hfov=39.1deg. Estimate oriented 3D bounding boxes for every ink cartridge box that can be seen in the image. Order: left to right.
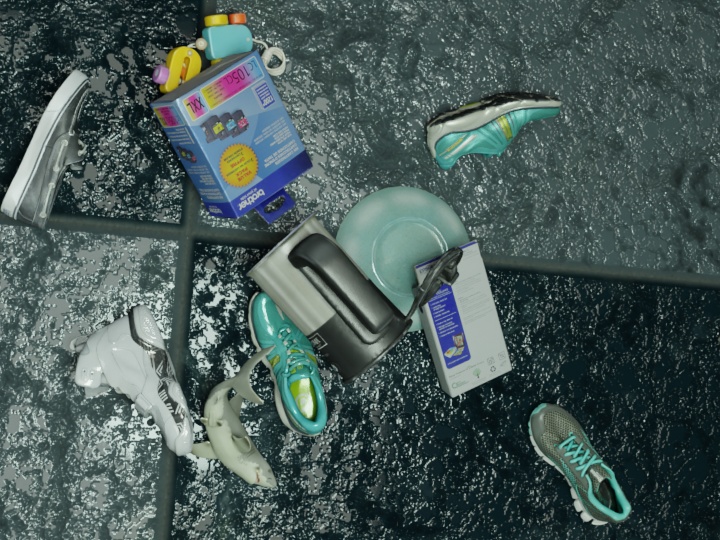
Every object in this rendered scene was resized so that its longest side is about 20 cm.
[{"bbox_3d":[-0.153,-0.157,1.285,0.136,0.076,0.200,-39,117,-26],"label":"ink cartridge box"},{"bbox_3d":[0.133,0.062,1.369,0.099,0.039,0.201,-21,110,-15],"label":"ink cartridge box"}]

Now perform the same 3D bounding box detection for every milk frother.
[{"bbox_3d":[0.000,0.000,1.260,0.188,0.180,0.200,48,54,-4],"label":"milk frother"}]

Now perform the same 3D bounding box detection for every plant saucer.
[{"bbox_3d":[0.064,-0.017,1.382,0.200,0.039,0.202,1,87,-15],"label":"plant saucer"}]

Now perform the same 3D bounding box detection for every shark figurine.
[{"bbox_3d":[-0.161,0.175,1.287,0.128,0.215,0.090,14,41,15],"label":"shark figurine"}]

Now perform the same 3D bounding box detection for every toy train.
[{"bbox_3d":[-0.194,-0.240,1.325,0.150,0.056,0.200,47,68,-30],"label":"toy train"}]

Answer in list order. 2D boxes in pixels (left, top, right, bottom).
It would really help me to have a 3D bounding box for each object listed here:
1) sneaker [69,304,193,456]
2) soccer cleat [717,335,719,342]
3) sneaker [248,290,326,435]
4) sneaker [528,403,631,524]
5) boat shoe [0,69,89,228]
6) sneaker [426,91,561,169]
[{"bbox_3d":[-0.283,0.150,1.258,0.115,0.075,0.200,-21,73,-10],"label":"sneaker"},{"bbox_3d":[0.612,0.145,1.504,0.086,0.070,0.200,-43,96,4],"label":"soccer cleat"},{"bbox_3d":[-0.085,0.116,1.310,0.077,0.080,0.201,-20,91,-15],"label":"sneaker"},{"bbox_3d":[0.311,0.268,1.403,0.078,0.091,0.200,-38,96,-14],"label":"sneaker"},{"bbox_3d":[-0.374,-0.149,1.263,0.068,0.072,0.200,25,84,-10],"label":"boat shoe"},{"bbox_3d":[0.187,-0.200,1.416,0.199,0.078,0.080,-19,111,-9],"label":"sneaker"}]
